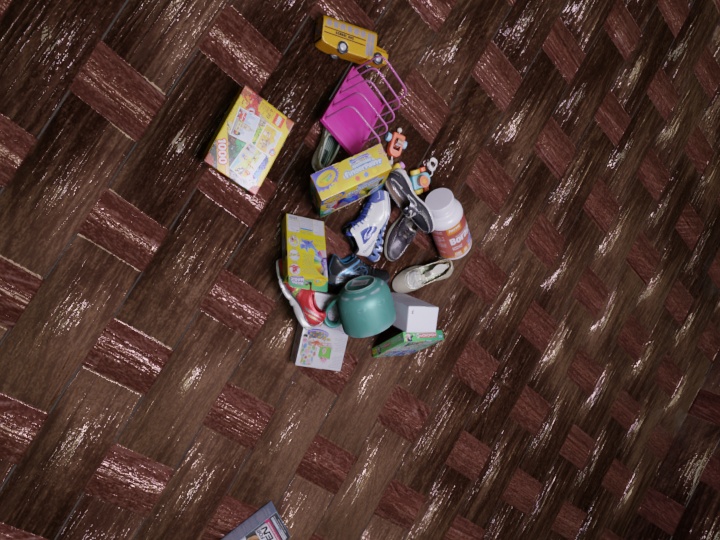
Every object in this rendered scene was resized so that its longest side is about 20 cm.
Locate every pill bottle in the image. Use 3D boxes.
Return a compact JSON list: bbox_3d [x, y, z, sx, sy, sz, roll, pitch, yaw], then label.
[{"bbox_3d":[0.252,-0.135,1.528,0.112,0.111,0.202,-45,137,-13],"label":"pill bottle"}]

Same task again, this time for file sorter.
[{"bbox_3d":[0.016,-0.421,1.348,0.139,0.123,0.204,43,59,-30],"label":"file sorter"}]

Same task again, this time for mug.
[{"bbox_3d":[-0.002,0.091,1.381,0.180,0.151,0.118,-24,113,-21],"label":"mug"}]

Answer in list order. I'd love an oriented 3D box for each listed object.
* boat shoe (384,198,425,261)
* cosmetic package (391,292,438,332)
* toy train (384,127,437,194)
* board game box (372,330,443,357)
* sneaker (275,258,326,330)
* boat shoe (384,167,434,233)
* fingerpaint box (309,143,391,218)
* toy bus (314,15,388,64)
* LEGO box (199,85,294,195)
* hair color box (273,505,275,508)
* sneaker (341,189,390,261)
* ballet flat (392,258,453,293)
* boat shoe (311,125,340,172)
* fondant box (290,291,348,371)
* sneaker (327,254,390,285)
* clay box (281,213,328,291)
[{"bbox_3d":[0.134,-0.121,1.530,0.071,0.064,0.204,33,82,-25],"label":"boat shoe"},{"bbox_3d":[0.125,0.115,1.489,0.098,0.199,0.074,3,97,-25],"label":"cosmetic package"},{"bbox_3d":[0.145,-0.307,1.511,0.195,0.055,0.155,23,88,-28],"label":"toy train"},{"bbox_3d":[0.132,0.212,1.517,0.130,0.199,0.030,2,69,-26],"label":"board game box"},{"bbox_3d":[-0.152,0.051,1.377,0.083,0.077,0.204,-30,90,8],"label":"sneaker"},{"bbox_3d":[0.134,-0.182,1.451,0.060,0.073,0.204,-39,103,-35],"label":"boat shoe"},{"bbox_3d":[-0.029,-0.224,1.348,0.195,0.167,0.075,-26,84,-10],"label":"fingerpaint box"},{"bbox_3d":[-0.022,-0.589,1.373,0.193,0.065,0.082,5,94,-27],"label":"toy bus"},{"bbox_3d":[-0.276,-0.312,1.282,0.147,0.077,0.205,30,85,-27],"label":"LEGO box"},{"bbox_3d":[-0.302,0.751,1.457,0.196,0.060,0.102,-32,111,-18],"label":"hair color box"},{"bbox_3d":[0.011,-0.130,1.458,0.111,0.080,0.208,4,98,-29],"label":"sneaker"},{"bbox_3d":[0.186,0.013,1.555,0.193,0.070,0.072,-21,108,-7],"label":"ballet flat"},{"bbox_3d":[-0.068,-0.353,1.389,0.070,0.062,0.207,21,88,-28],"label":"boat shoe"},{"bbox_3d":[-0.103,0.165,1.462,0.140,0.058,0.208,12,92,-27],"label":"fondant box"},{"bbox_3d":[0.000,0.000,1.477,0.193,0.073,0.085,2,99,-27],"label":"sneaker"},{"bbox_3d":[-0.145,-0.038,1.355,0.111,0.048,0.207,10,61,-28],"label":"clay box"}]
